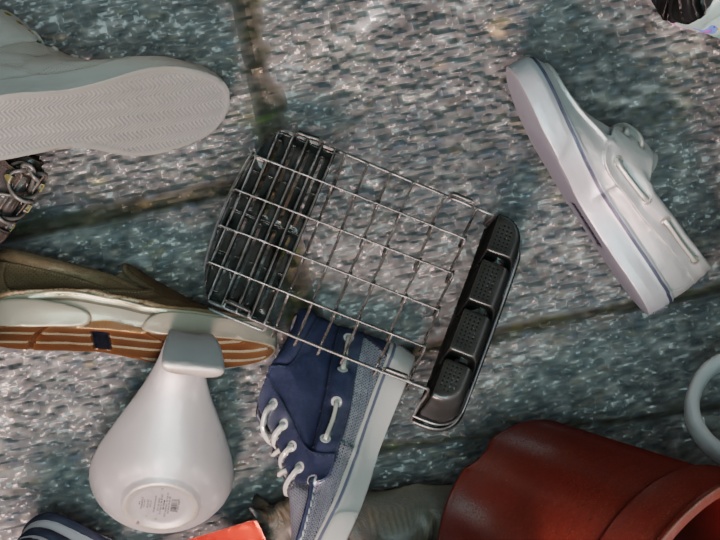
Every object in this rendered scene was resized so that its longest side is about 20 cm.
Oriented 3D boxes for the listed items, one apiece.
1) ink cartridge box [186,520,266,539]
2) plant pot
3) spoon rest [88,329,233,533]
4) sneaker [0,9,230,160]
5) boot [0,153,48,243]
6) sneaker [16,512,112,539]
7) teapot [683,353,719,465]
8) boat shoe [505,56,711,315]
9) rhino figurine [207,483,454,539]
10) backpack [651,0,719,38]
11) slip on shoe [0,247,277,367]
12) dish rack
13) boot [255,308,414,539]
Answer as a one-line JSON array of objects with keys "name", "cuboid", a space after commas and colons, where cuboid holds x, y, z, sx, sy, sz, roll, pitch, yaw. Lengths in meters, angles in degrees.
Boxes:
[{"name": "ink cartridge box", "cuboid": [-0.108, 0.290, 1.307, 0.162, 0.057, 0.201, -19, 106, 18]}, {"name": "plant pot", "cuboid": [0.164, 0.196, 1.225, 0.200, 0.195, 0.202, -13, 112, -36]}, {"name": "spoon rest", "cuboid": [-0.125, 0.107, 1.260, 0.099, 0.061, 0.200, 8, 136, -11]}, {"name": "sneaker", "cuboid": [-0.191, -0.131, 1.233, 0.199, 0.116, 0.074, -5, 130, -36]}, {"name": "boot", "cuboid": [-0.257, -0.002, 1.212, 0.069, 0.200, 0.174, 24, 107, -48]}, {"name": "sneaker", "cuboid": [-0.190, 0.260, 1.294, 0.070, 0.109, 0.201, -13, 116, 17]}, {"name": "teapot", "cuboid": [0.351, 0.109, 1.268, 0.197, 0.146, 0.200, -29, 138, 28]}, {"name": "boat shoe", "cuboid": [0.167, -0.067, 1.270, 0.065, 0.074, 0.200, -33, 110, -1]}, {"name": "rhino figurine", "cuboid": [-0.007, 0.189, 1.308, 0.199, 0.060, 0.088, 0, 101, 4]}, {"name": "backpack", "cuboid": [0.261, -0.240, 1.197, 0.126, 0.167, 0.201, 13, 106, -10]}, {"name": "slip on shoe", "cuboid": [-0.154, 0.025, 1.272, 0.199, 0.076, 0.061, 4, 68, -5]}, {"name": "dish rack", "cuboid": [0.000, 0.000, 1.251, 0.199, 0.055, 0.154, 22, 68, 0]}, {"name": "boot", "cuboid": [-0.037, 0.124, 1.256, 0.090, 0.073, 0.200, 22, 57, -1]}]
